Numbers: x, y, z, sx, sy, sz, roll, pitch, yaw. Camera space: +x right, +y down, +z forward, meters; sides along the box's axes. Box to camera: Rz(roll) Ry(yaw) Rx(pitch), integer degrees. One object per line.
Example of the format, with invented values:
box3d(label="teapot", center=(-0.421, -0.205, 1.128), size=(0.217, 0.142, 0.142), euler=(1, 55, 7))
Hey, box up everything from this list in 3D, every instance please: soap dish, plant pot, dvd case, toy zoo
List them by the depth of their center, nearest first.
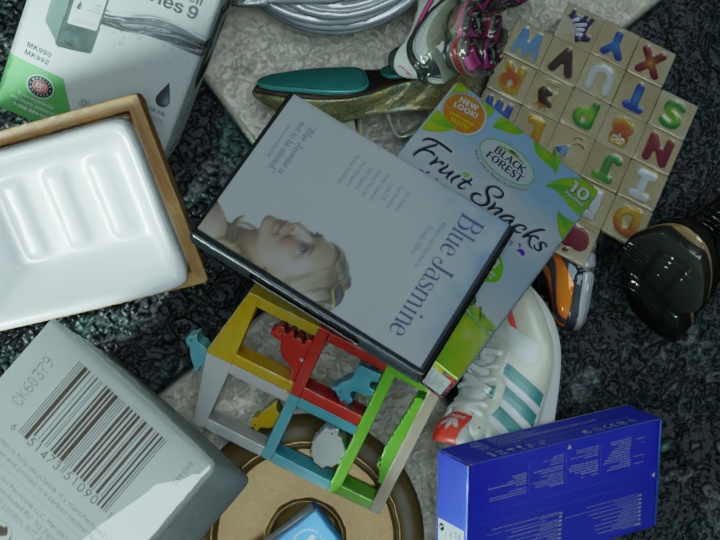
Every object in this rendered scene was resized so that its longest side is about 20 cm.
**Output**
box3d(label="dvd case", center=(-0.005, -0.026, 1.230), size=(0.199, 0.018, 0.143), euler=(31, 65, 6))
box3d(label="soap dish", center=(-0.230, -0.047, 1.311), size=(0.198, 0.081, 0.159), euler=(-13, 113, 16))
box3d(label="toy zoo", center=(-0.047, 0.096, 1.331), size=(0.199, 0.020, 0.132), euler=(27, 116, 1))
box3d(label="plant pot", center=(-0.045, 0.219, 1.379), size=(0.198, 0.027, 0.202), euler=(0, 87, -4))

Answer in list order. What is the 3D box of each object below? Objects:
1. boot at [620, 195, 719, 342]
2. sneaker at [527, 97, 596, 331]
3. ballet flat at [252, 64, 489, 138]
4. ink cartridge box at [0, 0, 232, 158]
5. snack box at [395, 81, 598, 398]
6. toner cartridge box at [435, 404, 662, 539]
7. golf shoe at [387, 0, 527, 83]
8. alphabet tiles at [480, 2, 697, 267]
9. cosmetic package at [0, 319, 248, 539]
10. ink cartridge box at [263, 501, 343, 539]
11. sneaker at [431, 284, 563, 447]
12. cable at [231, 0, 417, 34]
box3d(label="boot", center=(0.276, -0.034, 1.334), size=(0.077, 0.200, 0.138), euler=(42, 80, 11))
box3d(label="sneaker", center=(0.134, -0.048, 1.389), size=(0.111, 0.078, 0.202), euler=(-2, 76, 0))
box3d(label="ballet flat", center=(0.012, -0.138, 1.388), size=(0.198, 0.071, 0.071), euler=(-9, 87, -3))
box3d(label="ink cartridge box", center=(-0.184, -0.201, 1.323), size=(0.145, 0.084, 0.201), euler=(23, 115, -2))
box3d(label="snack box", center=(0.068, -0.025, 1.283), size=(0.142, 0.053, 0.200), euler=(38, 66, 3))
box3d(label="toner cartridge box", center=(0.150, 0.172, 1.330), size=(0.198, 0.043, 0.096), euler=(-8, 108, -33))
box3d(label="golf shoe", center=(0.085, -0.227, 1.366), size=(0.073, 0.091, 0.201), euler=(62, 40, -32))
box3d(label="alphabet tiles", center=(0.174, -0.111, 1.361), size=(0.165, 0.006, 0.201), euler=(26, 75, -1))
box3d(label="cosmetic package", center=(-0.206, 0.161, 1.273), size=(0.165, 0.200, 0.165), euler=(40, 84, 10))
box3d(label="ink cartridge box", center=(-0.021, 0.299, 1.328), size=(0.116, 0.068, 0.201), euler=(-37, 90, -5))
box3d(label="sneaker", center=(0.105, 0.106, 1.351), size=(0.093, 0.070, 0.202), euler=(-2, 95, -38))
box3d(label="cable", center=(-0.021, -0.293, 1.390), size=(0.198, 0.069, 0.202), euler=(14, 85, -4))
